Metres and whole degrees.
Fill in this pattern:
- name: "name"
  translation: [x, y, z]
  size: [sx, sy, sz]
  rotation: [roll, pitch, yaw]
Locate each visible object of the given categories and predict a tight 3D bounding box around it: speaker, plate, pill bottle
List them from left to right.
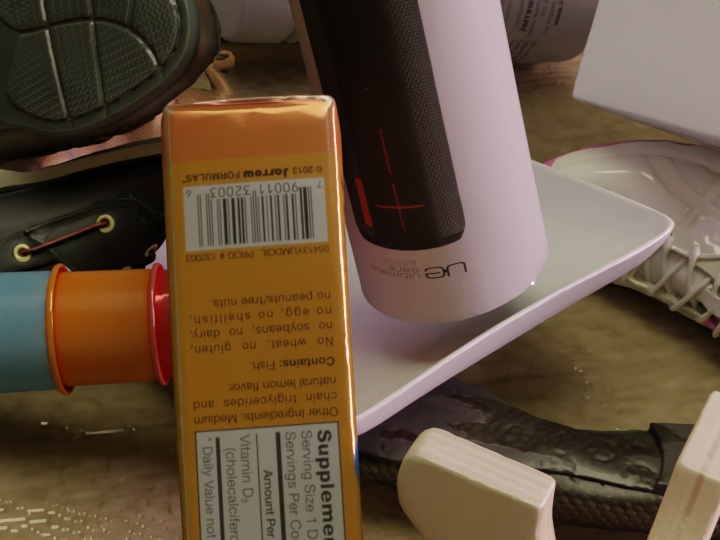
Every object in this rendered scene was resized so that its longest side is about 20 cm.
- name: "plate"
  translation: [0.000, 0.000, 0.868]
  size: [0.199, 0.033, 0.199]
  rotation: [-30, 37, -31]
- name: "pill bottle"
  translation: [0.023, -0.166, 1.065]
  size: [0.198, 0.115, 0.115]
  rotation: [-3, 39, -20]
- name: "speaker"
  translation: [0.018, -0.081, 0.771]
  size: [0.080, 0.201, 0.082]
  rotation: [-10, 33, 6]

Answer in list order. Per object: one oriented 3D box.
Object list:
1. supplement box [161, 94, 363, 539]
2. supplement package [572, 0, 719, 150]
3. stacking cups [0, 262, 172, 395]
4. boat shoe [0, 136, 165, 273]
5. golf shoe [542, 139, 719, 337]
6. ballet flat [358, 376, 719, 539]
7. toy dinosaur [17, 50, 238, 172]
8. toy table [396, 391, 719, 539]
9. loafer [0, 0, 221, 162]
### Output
- name: "supplement box"
  translation: [-0.033, 0.044, 0.713]
  size: [0.068, 0.067, 0.202]
  rotation: [-2, 80, 1]
- name: "supplement package"
  translation: [0.216, -0.105, 0.957]
  size: [0.199, 0.118, 0.116]
  rotation: [12, 7, -45]
- name: "stacking cups"
  translation: [-0.135, 0.027, 0.781]
  size: [0.198, 0.061, 0.061]
  rotation: [-1, 37, 1]
- name: "boat shoe"
  translation: [-0.113, -0.021, 0.845]
  size: [0.199, 0.064, 0.074]
  rotation: [-13, 0, -7]
- name: "golf shoe"
  translation: [0.168, -0.003, 0.929]
  size: [0.198, 0.076, 0.092]
  rotation: [11, 40, 1]
- name: "ballet flat"
  translation: [0.066, 0.081, 0.818]
  size: [0.198, 0.047, 0.068]
  rotation: [8, 36, 3]
- name: "toy dinosaur"
  translation: [-0.103, -0.072, 0.934]
  size: [0.199, 0.060, 0.107]
  rotation: [-12, 67, -35]
- name: "toy table"
  translation: [0.090, 0.137, 0.684]
  size: [0.182, 0.118, 0.201]
  rotation: [15, 36, 4]
- name: "loafer"
  translation: [-0.132, -0.081, 0.837]
  size: [0.199, 0.073, 0.063]
  rotation: [-13, -10, 32]
